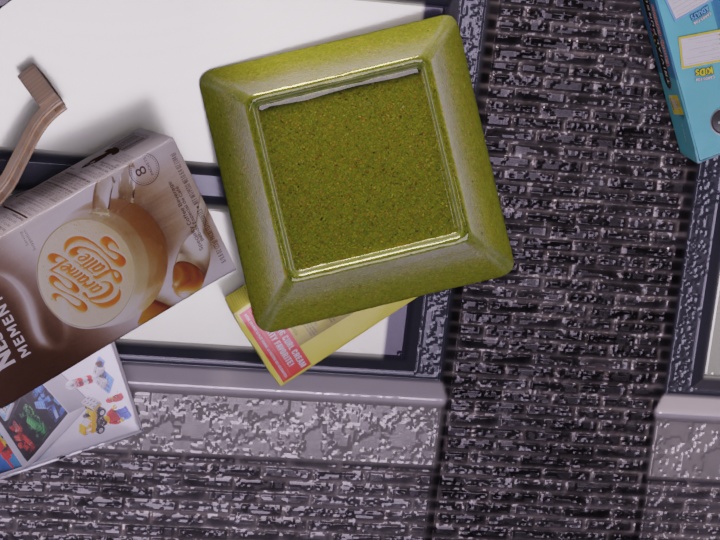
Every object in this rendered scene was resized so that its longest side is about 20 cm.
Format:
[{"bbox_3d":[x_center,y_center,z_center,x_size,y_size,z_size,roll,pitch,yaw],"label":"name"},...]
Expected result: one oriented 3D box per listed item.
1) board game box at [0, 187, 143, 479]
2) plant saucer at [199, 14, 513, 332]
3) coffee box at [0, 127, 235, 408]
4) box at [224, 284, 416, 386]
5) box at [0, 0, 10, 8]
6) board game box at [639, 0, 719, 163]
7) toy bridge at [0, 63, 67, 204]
[{"bbox_3d":[-0.252,0.046,1.632,0.126,0.035,0.201,-18,106,-6],"label":"board game box"},{"bbox_3d":[-0.003,-0.073,1.605,0.199,0.048,0.201,-13,89,-1],"label":"plant saucer"},{"bbox_3d":[-0.206,-0.003,1.566,0.200,0.080,0.115,-32,111,-17],"label":"coffee box"},{"bbox_3d":[0.000,0.000,1.660,0.199,0.050,0.075,-32,107,-1],"label":"box"},{"bbox_3d":[-0.207,-0.243,1.514,0.200,0.137,0.038,-36,106,0],"label":"box"},{"bbox_3d":[0.293,-0.203,1.666,0.150,0.047,0.201,-19,107,-6],"label":"board game box"},{"bbox_3d":[-0.295,-0.063,1.578,0.200,0.027,0.067,-37,72,-4],"label":"toy bridge"}]
